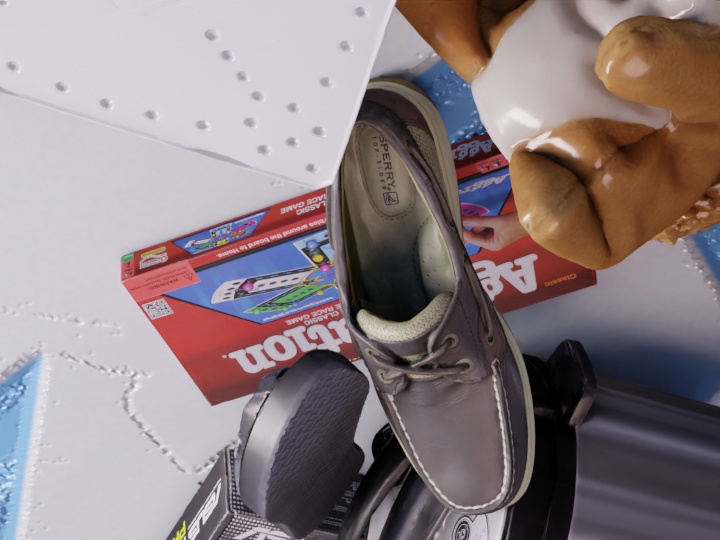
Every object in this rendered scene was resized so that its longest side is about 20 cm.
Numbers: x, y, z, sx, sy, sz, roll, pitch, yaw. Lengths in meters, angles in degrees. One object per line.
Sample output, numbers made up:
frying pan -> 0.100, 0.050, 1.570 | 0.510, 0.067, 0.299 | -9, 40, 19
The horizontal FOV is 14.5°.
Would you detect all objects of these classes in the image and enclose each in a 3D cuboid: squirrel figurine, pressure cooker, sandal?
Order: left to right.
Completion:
sandal -> -0.035, 0.082, 1.315 | 0.043, 0.076, 0.200 | 38, 165, 11
pressure cooker -> 0.087, 0.132, 1.358 | 0.200, 0.176, 0.179 | 17, 166, -22
squirrel figurine -> 0.150, -0.096, 1.154 | 0.187, 0.142, 0.200 | -38, 144, 18

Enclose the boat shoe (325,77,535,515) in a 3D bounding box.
boat shoe -> 0.023, 0.018, 1.229 | 0.072, 0.066, 0.201 | -11, 101, 19

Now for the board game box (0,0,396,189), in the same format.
board game box -> -0.082, -0.135, 1.113 | 0.199, 0.026, 0.200 | 17, 135, -3

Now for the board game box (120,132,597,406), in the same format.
board game box -> 0.000, 0.000, 1.314 | 0.200, 0.019, 0.103 | -18, 137, 14

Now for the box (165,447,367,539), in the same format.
box -> -0.011, 0.176, 1.491 | 0.200, 0.044, 0.160 | 14, 135, -22
